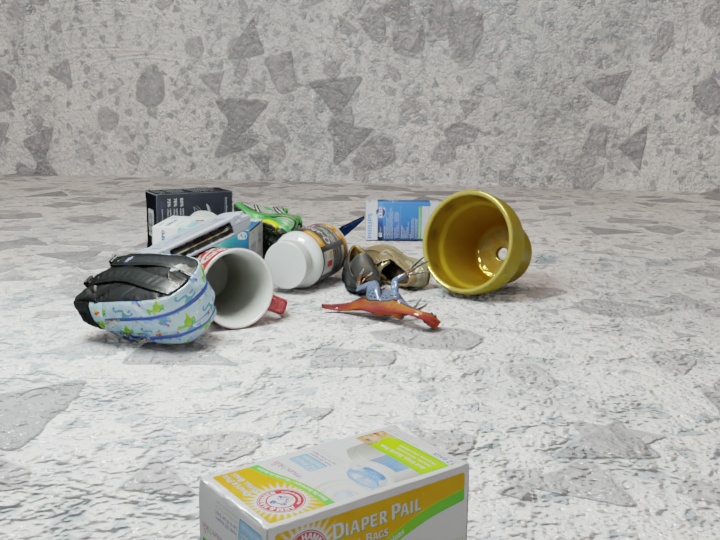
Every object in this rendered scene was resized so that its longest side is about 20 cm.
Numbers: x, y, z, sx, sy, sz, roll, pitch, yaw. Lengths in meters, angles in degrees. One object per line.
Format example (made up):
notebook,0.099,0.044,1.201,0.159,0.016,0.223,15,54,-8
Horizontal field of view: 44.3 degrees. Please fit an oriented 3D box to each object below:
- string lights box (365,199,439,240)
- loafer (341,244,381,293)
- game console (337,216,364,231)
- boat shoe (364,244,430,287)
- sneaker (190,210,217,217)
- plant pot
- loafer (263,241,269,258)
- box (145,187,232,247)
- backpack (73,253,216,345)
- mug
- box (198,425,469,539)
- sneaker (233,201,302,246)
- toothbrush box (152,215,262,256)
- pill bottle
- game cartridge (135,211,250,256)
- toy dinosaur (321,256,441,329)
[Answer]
string lights box,0.111,-0.135,2.367,0.197,0.104,0.059,1,12,0
loafer,0.000,0.000,1.794,0.072,0.073,0.200,-2,13,-16
game console,-0.106,-0.092,2.089,0.169,0.120,0.200,22,16,12
boat shoe,0.058,-0.010,1.848,0.064,0.072,0.199,-8,16,-39
sneaker,-0.314,-0.060,1.991,0.199,0.082,0.074,35,64,30
plant pot,0.253,-0.046,1.784,0.199,0.203,0.188,9,-1,35
loafer,-0.226,-0.073,1.995,0.063,0.072,0.201,41,11,-41
box,-0.421,-0.125,2.185,0.198,0.150,0.104,-4,12,-28
backpack,-0.324,0.041,1.408,0.198,0.155,0.163,-15,22,36
mug,-0.240,0.036,1.578,0.133,0.178,0.199,-44,24,-17
box,-0.020,0.210,0.723,0.198,0.103,0.112,-8,14,-35
sneaker,-0.205,-0.106,1.935,0.199,0.079,0.085,25,46,38
toothbrush box,-0.308,-0.058,1.804,0.197,0.086,0.146,2,12,5
pill bottle,-0.111,-0.029,1.817,0.115,0.118,0.200,5,12,21
game cartridge,-0.307,-0.052,1.597,0.199,0.041,0.133,-28,18,-26
toy dinosaur,0.056,0.070,1.554,0.199,0.105,0.182,-37,31,-1
